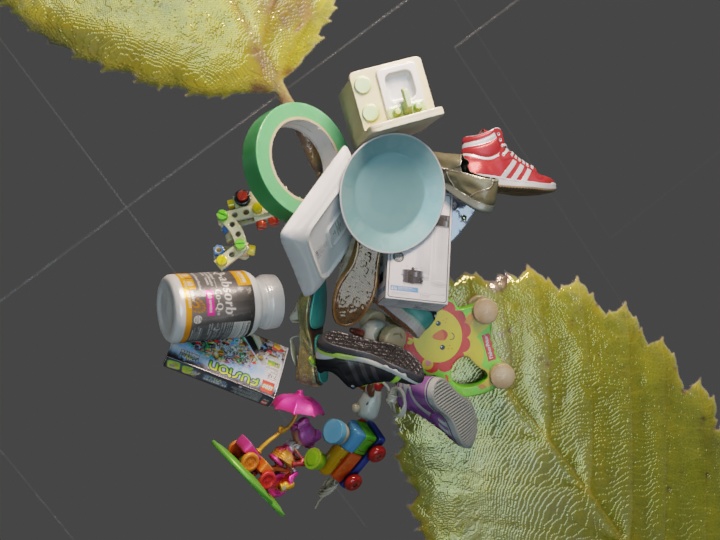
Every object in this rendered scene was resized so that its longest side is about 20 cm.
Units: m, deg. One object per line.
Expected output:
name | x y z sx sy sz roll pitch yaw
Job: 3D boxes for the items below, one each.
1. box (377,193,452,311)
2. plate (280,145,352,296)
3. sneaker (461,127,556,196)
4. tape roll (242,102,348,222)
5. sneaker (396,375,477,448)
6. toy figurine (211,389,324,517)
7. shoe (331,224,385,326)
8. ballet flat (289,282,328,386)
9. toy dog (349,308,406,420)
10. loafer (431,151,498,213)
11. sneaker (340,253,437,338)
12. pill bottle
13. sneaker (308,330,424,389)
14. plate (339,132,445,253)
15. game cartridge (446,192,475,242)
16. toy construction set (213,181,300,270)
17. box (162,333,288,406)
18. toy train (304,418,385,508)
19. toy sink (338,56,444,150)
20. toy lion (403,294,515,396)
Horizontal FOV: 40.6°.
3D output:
box | 0.095 -0.038 1.689 0.115 0.060 0.202 8 75 -10
plate | -0.050 -0.075 1.638 0.032 0.200 0.201 25 66 23
sneaker | 0.269 -0.197 1.769 0.198 0.071 0.114 4 80 -24
tape roll | -0.106 -0.183 1.663 0.199 0.048 0.203 11 73 -37
sneaker | 0.136 0.253 1.786 0.201 0.113 0.073 55 50 -36
toy figurine | -0.133 0.306 1.717 0.184 0.150 0.201 -44 123 -14
shoe | 0.000 0.000 1.681 0.069 0.053 0.202 18 93 -7
ballet flat | -0.095 0.106 1.733 0.070 0.071 0.202 -2 93 -10
toy dog | 0.011 0.168 1.732 0.095 0.131 0.202 3 84 -33
loafer | 0.157 -0.175 1.690 0.199 0.075 0.070 31 110 11
sneaker | 0.054 0.028 1.738 0.200 0.071 0.080 42 78 5
pill bottle | -0.236 0.059 1.651 0.198 0.116 0.118 -4 96 -30
sneaker | 0.011 0.166 1.666 0.198 0.072 0.084 18 115 6
plate | 0.051 -0.129 1.628 0.198 0.026 0.203 -5 101 -24
game cartridge | 0.113 -0.092 1.766 0.200 0.041 0.133 -42 97 -5
toy construction set | -0.166 -0.077 1.686 0.198 0.092 0.132 -10 72 -17
box | -0.232 0.150 1.689 0.198 0.035 0.111 23 49 -12
toy train | -0.056 0.346 1.720 0.115 0.085 0.201 25 109 -45
toy sink | 0.047 -0.286 1.650 0.129 0.200 0.113 -17 92 -8
toy lion | 0.168 0.138 1.786 0.190 0.069 0.202 -17 98 -2
